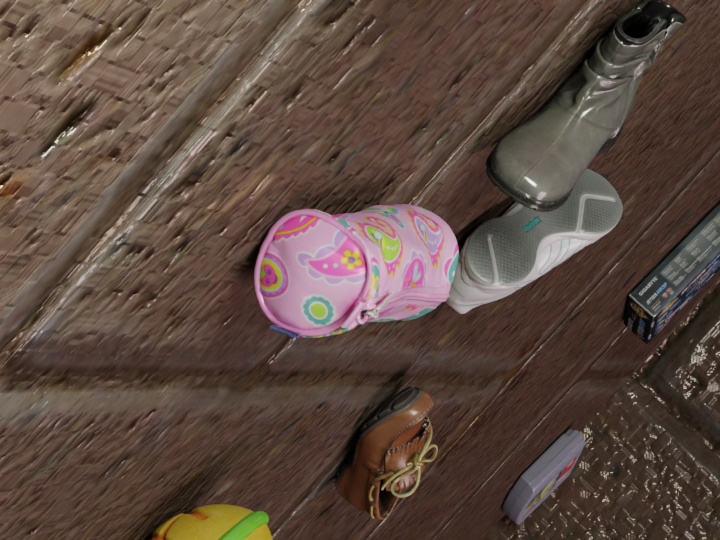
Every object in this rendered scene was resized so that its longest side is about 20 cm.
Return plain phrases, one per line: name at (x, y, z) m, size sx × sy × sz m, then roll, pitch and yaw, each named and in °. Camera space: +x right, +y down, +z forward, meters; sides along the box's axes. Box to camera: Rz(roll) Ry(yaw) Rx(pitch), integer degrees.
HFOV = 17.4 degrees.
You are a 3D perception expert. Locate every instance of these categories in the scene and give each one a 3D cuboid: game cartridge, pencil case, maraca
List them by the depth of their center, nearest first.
pencil case at (0.000, 0.000, 1.536) m, size 0.087 × 0.087 × 0.200 m, roll -50°, pitch 168°, yaw 14°
maraca at (-0.141, 0.261, 1.830) m, size 0.200 × 0.107 × 0.137 m, roll -49°, pitch 168°, yaw 14°
game cartridge at (0.273, 0.317, 3.558) m, size 0.133 × 0.041 × 0.200 m, roll -39°, pitch 166°, yaw -16°

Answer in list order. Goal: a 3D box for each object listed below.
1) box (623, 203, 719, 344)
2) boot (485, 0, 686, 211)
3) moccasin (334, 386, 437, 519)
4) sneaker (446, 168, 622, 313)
box at (0.423, -0.004, 3.018) m, size 0.200 × 0.046 × 0.159 m, roll -45°, pitch 168°, yaw -7°
boot at (0.169, -0.133, 1.756) m, size 0.200 × 0.068 × 0.131 m, roll -43°, pitch 165°, yaw -53°
moccasin at (0.032, 0.175, 2.205) m, size 0.074 × 0.078 × 0.201 m, roll -37°, pitch 164°, yaw -38°
sneaker at (0.140, -0.027, 1.981) m, size 0.200 × 0.070 × 0.080 m, roll -29°, pitch 168°, yaw -38°
